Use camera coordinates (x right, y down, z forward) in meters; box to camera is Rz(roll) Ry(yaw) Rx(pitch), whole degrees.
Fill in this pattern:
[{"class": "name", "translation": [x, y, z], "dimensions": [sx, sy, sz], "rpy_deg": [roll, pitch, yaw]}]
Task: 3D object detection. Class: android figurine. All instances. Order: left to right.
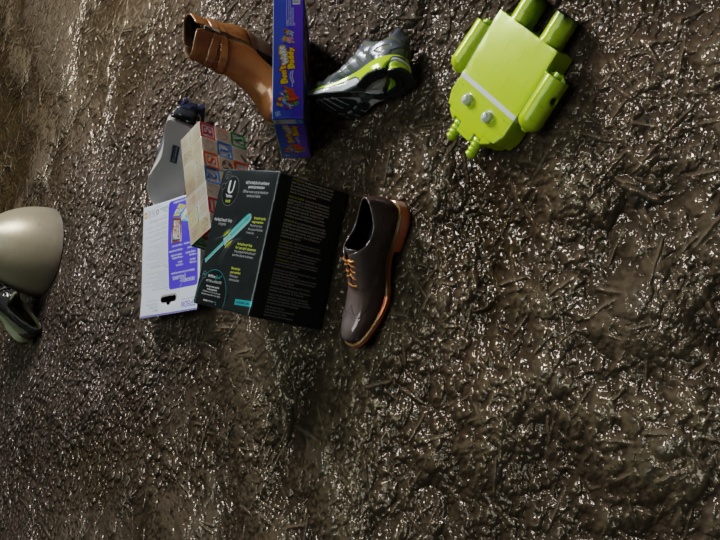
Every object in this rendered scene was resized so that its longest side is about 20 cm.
[{"class": "android figurine", "translation": [0.173, -0.228, 1.167], "dimensions": [0.201, 0.041, 0.182], "rpy_deg": [-56, 44, 21]}]

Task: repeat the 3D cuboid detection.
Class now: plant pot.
[{"class": "plant pot", "translation": [-0.755, -0.052, 2.145], "dimensions": [0.200, 0.134, 0.202], "rpy_deg": [-16, 68, 46]}]

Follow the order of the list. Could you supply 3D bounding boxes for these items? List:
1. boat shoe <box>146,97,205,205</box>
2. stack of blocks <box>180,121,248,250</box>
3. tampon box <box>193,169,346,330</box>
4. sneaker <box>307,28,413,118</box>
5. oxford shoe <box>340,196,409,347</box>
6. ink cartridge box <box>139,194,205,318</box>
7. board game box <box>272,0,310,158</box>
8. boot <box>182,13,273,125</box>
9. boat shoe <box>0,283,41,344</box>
[{"class": "boat shoe", "translation": [-0.319, -0.208, 1.735], "dimensions": [0.093, 0.074, 0.201], "rpy_deg": [-74, 9, -53]}, {"class": "stack of blocks", "translation": [-0.210, -0.123, 1.532], "dimensions": [0.058, 0.115, 0.201], "rpy_deg": [-36, 53, 38]}, {"class": "tampon box", "translation": [-0.128, -0.032, 1.399], "dimensions": [0.149, 0.126, 0.202], "rpy_deg": [9, 86, 50]}, {"class": "sneaker", "translation": [0.003, -0.272, 1.369], "dimensions": [0.199, 0.074, 0.082], "rpy_deg": [-11, 57, 45]}, {"class": "oxford shoe", "translation": [0.000, 0.000, 1.279], "dimensions": [0.071, 0.073, 0.202], "rpy_deg": [15, 92, 50]}, {"class": "ink cartridge box", "translation": [-0.313, -0.022, 1.678], "dimensions": [0.197, 0.043, 0.202], "rpy_deg": [-9, 77, 49]}, {"class": "board game box", "translation": [-0.100, -0.285, 1.441], "dimensions": [0.135, 0.044, 0.202], "rpy_deg": [86, -177, -72]}, {"class": "boot", "translation": [-0.196, -0.320, 1.539], "dimensions": [0.077, 0.155, 0.201], "rpy_deg": [-40, 51, 35]}, {"class": "boat shoe", "translation": [-0.762, 0.065, 2.110], "dimensions": [0.066, 0.201, 0.072], "rpy_deg": [-32, 12, 21]}]
